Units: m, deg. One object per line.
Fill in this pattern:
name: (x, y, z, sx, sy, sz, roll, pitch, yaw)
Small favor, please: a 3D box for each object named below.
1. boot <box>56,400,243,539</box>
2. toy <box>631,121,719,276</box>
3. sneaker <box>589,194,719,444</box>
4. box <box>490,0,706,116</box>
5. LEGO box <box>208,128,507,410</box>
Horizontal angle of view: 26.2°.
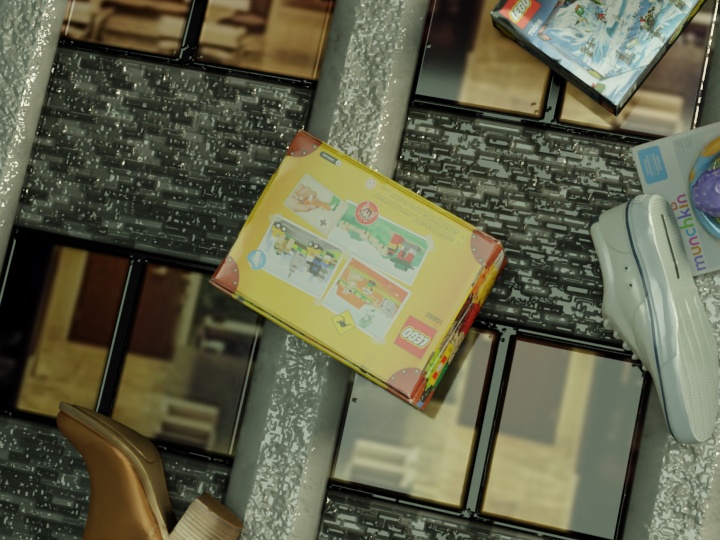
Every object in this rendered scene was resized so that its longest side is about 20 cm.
boot: (-0.213, 0.218, 1.288, 0.200, 0.074, 0.155, 38, 92, 17)
toy: (0.318, -0.067, 1.216, 0.198, 0.047, 0.116, -16, 92, 22)
sneaker: (0.235, 0.042, 1.247, 0.070, 0.073, 0.202, -16, 83, 40)
box: (0.223, -0.251, 1.309, 0.137, 0.040, 0.200, 38, 88, 13)
LEGO box: (0.000, 0.000, 1.284, 0.199, 0.077, 0.150, 30, 86, 14)
